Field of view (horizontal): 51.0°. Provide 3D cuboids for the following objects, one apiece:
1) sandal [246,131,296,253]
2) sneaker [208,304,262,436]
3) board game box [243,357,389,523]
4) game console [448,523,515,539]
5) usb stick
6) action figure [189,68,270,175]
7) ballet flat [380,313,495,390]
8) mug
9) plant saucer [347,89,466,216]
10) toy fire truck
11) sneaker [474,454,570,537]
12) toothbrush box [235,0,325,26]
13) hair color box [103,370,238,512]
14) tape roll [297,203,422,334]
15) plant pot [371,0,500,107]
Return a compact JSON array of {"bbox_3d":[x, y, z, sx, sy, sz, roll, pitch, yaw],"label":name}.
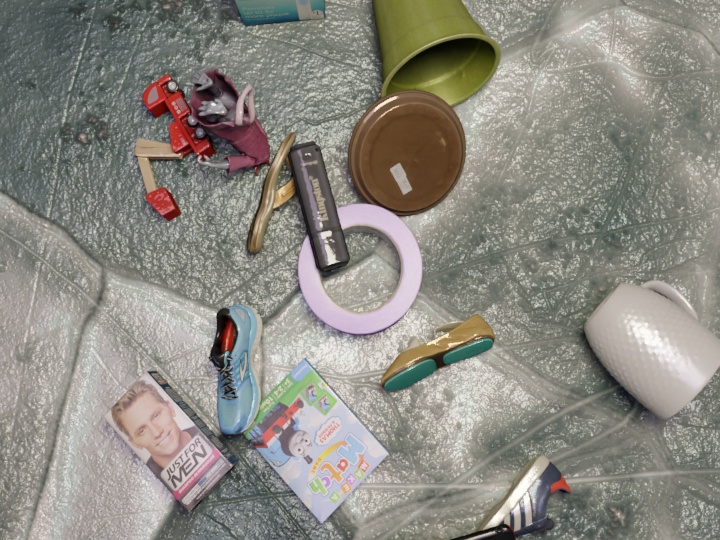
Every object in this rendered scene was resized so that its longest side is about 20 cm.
[{"bbox_3d":[-0.134,-0.121,1.215,0.053,0.080,0.205,17,86,-13],"label":"sandal"},{"bbox_3d":[-0.206,0.152,1.165,0.077,0.090,0.205,-6,78,24],"label":"sneaker"},{"bbox_3d":[-0.074,0.265,1.187,0.151,0.037,0.200,-44,85,-4],"label":"board game box"},{"bbox_3d":[0.146,0.474,1.124,0.195,0.031,0.180,-16,115,-1],"label":"game console"},{"bbox_3d":[-0.065,-0.098,1.165,0.054,0.033,0.205,-15,83,-2],"label":"usb stick"},{"bbox_3d":[-0.181,-0.224,1.172,0.146,0.200,0.137,2,62,28],"label":"action figure"},{"bbox_3d":[0.116,0.128,1.196,0.196,0.069,0.064,-21,56,-4],"label":"ballet flat"},{"bbox_3d":[0.449,0.096,1.157,0.175,0.149,0.199,41,56,12],"label":"mug"},{"bbox_3d":[0.077,-0.180,1.188,0.195,0.030,0.205,-5,114,-11],"label":"plant saucer"},{"bbox_3d":[-0.317,-0.202,1.236,0.139,0.049,0.202,-32,85,-3],"label":"toy fire truck"},{"bbox_3d":[0.243,0.383,1.150,0.084,0.075,0.201,41,86,9],"label":"sneaker"},{"bbox_3d":[-0.132,-0.472,1.187,0.142,0.200,0.088,-5,83,0],"label":"toothbrush box"},{"bbox_3d":[-0.295,0.264,1.179,0.100,0.061,0.200,-45,84,-4],"label":"hair color box"},{"bbox_3d":[0.000,0.000,1.201,0.195,0.066,0.206,0,84,1],"label":"tape roll"},{"bbox_3d":[0.099,-0.382,1.196,0.196,0.201,0.194,-17,71,-1],"label":"plant pot"}]
